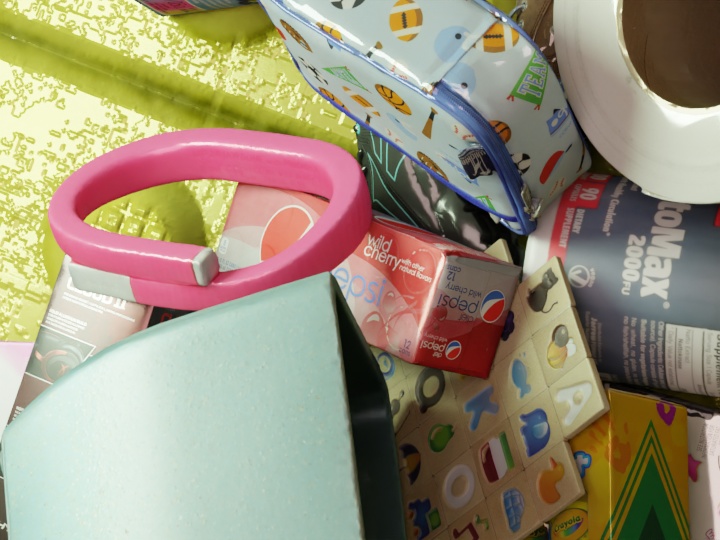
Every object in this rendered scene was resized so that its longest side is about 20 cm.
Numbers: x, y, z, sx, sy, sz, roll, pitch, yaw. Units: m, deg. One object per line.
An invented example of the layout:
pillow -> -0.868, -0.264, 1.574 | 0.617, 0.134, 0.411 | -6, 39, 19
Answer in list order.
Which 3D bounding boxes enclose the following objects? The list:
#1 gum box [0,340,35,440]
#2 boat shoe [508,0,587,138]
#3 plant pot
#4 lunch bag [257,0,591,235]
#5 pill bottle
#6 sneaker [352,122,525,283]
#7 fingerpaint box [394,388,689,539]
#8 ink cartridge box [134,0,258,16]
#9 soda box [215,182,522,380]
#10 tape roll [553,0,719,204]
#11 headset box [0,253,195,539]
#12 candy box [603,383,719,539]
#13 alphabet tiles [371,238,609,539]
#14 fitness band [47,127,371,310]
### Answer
gum box -> -0.244, 0.144, 1.682 | 0.113, 0.066, 0.201 | 1, 86, 15
boat shoe -> 0.128, -0.140, 1.602 | 0.072, 0.072, 0.200 | 37, 86, 20
plant pot -> -0.084, 0.139, 1.438 | 0.199, 0.196, 0.197 | -10, 68, 6
lunch bag -> 0.038, -0.105, 1.496 | 0.200, 0.160, 0.076 | 38, 78, 28
pill bottle -> 0.201, 0.011, 1.538 | 0.199, 0.120, 0.120 | 7, 88, 16
sneaker -> 0.023, -0.059, 1.619 | 0.079, 0.075, 0.201 | -35, 70, 24
fingerpaint box -> 0.090, 0.166, 1.525 | 0.199, 0.073, 0.168 | -13, 71, 45
ink cartridge box -> -0.047, -0.239, 1.650 | 0.199, 0.076, 0.137 | -5, 85, 17
soda box -> 0.000, 0.000, 1.556 | 0.200, 0.063, 0.070 | 23, 97, 49
tape roll -> 0.224, -0.138, 1.456 | 0.202, 0.139, 0.204 | 2, 93, 42
headset box -> -0.139, 0.081, 1.611 | 0.075, 0.148, 0.201 | 20, 91, 26
candy box -> 0.223, 0.155, 1.552 | 0.199, 0.061, 0.137 | 14, 91, 17
alphabet tiles -> 0.060, 0.086, 1.519 | 0.200, 0.006, 0.167 | -41, 51, 35
fitness band -> -0.088, -0.034, 1.529 | 0.199, 0.144, 0.038 | 10, 129, 36
